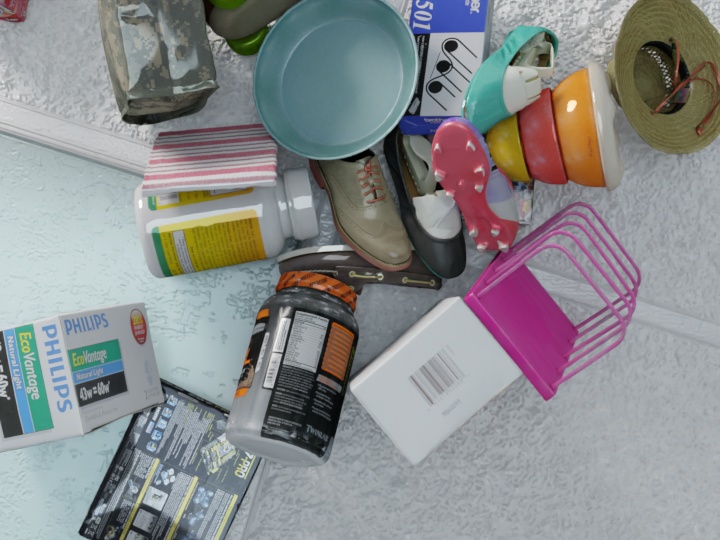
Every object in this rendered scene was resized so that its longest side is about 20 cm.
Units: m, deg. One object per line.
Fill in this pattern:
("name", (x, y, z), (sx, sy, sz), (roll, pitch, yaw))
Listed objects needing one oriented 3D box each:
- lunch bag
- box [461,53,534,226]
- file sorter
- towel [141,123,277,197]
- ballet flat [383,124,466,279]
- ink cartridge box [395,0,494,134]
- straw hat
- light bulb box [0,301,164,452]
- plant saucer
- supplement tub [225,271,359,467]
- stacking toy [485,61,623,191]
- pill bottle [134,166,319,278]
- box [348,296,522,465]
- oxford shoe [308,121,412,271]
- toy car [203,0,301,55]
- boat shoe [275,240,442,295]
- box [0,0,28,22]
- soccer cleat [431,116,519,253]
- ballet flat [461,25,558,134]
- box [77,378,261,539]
("lunch bag", (-0.234, -0.259, 1.183), (0.117, 0.200, 0.165), (-11, 93, -17))
("box", (0.157, -0.158, 1.270), (0.109, 0.035, 0.202), (4, 88, -2))
("file sorter", (0.225, 0.021, 1.165), (0.125, 0.200, 0.139), (-39, 91, 25))
("towel", (-0.164, -0.122, 1.183), (0.145, 0.200, 0.030), (-6, 114, -2))
("ballet flat", (0.075, -0.089, 1.216), (0.068, 0.068, 0.201), (-14, 68, -22))
("ink cartridge box", (0.101, -0.256, 1.224), (0.093, 0.044, 0.202), (2, 67, 15))
("straw hat", (0.344, -0.225, 1.250), (0.200, 0.085, 0.203), (0, 90, -31))
("light bulb box", (-0.350, 0.120, 1.141), (0.198, 0.198, 0.126), (-13, 89, 14))
("plant saucer", (-0.026, -0.219, 1.198), (0.198, 0.036, 0.202), (-3, 79, 17))
("supplement tub", (-0.072, 0.111, 1.193), (0.122, 0.123, 0.201), (15, 68, -1))
("stacking toy", (0.194, -0.151, 1.205), (0.198, 0.146, 0.147), (-8, 88, 14))
("pill bottle", (-0.152, -0.062, 1.218), (0.198, 0.113, 0.114), (-11, 88, -2))
("box", (0.076, 0.118, 1.175), (0.152, 0.200, 0.107), (-41, 89, -2))
("oxford shoe", (0.001, -0.089, 1.206), (0.070, 0.075, 0.201), (-21, 64, -28))
("toy car", (-0.147, -0.382, 1.213), (0.157, 0.164, 0.201), (-33, 80, -3))
("boat shoe", (0.000, 0.000, 1.243), (0.198, 0.072, 0.060), (-4, 85, -8))
("box", (-0.435, -0.405, 1.226), (0.095, 0.100, 0.202), (8, 87, -2))
("soccer cleat", (0.130, -0.103, 1.160), (0.066, 0.201, 0.077), (-2, 49, 28))
("ballet flat", (0.176, -0.219, 1.172), (0.070, 0.200, 0.068), (2, 128, 30))
("box", (-0.216, 0.249, 1.236), (0.160, 0.049, 0.201), (24, 87, 1))
